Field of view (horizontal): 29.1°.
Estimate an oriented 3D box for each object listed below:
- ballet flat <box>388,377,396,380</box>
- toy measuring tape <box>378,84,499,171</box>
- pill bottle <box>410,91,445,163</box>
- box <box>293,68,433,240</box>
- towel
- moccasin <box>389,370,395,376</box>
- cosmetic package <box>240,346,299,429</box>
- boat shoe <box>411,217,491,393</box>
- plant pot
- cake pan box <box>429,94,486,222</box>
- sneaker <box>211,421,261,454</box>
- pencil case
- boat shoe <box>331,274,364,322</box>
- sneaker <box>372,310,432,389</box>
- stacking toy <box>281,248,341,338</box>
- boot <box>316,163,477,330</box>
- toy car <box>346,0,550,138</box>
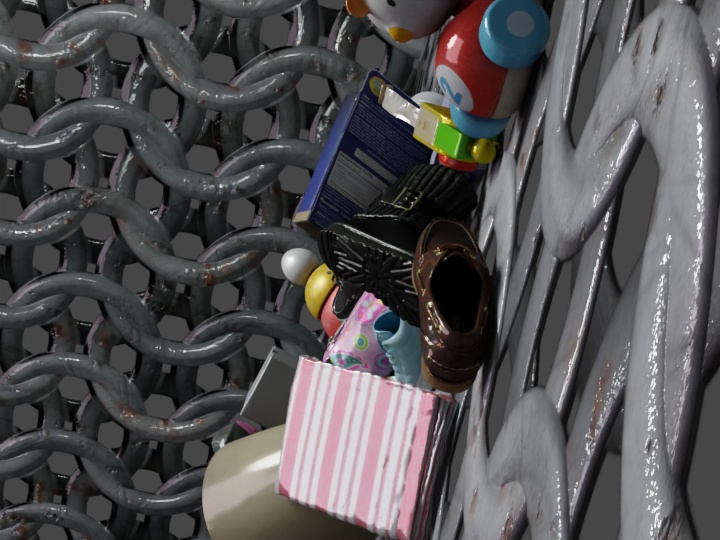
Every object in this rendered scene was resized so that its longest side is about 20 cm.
[{"bbox_3d":[0.028,0.178,1.804,0.072,0.071,0.201,-89,12,-79],"label":"ballet flat"},{"bbox_3d":[0.091,-0.153,1.450,0.200,0.073,0.074,42,124,53],"label":"toy measuring tape"},{"bbox_3d":[0.048,-0.136,1.728,0.200,0.119,0.120,-47,-19,-40],"label":"pill bottle"},{"bbox_3d":[0.011,-0.108,1.523,0.032,0.121,0.201,-7,54,52],"label":"box"},{"bbox_3d":[0.000,0.172,1.355,0.030,0.199,0.147,12,-90,-49],"label":"towel"},{"bbox_3d":[0.044,0.041,1.712,0.068,0.080,0.201,-26,35,33],"label":"moccasin"},{"bbox_3d":[-0.039,0.175,1.658,0.091,0.199,0.107,-64,1,3],"label":"cosmetic package"},{"bbox_3d":[0.083,0.014,1.211,0.201,0.070,0.071,-93,6,-50],"label":"boat shoe"},{"bbox_3d":[-0.035,0.230,1.480,0.200,0.187,0.188,-33,31,34],"label":"plant pot"},{"bbox_3d":[0.114,-0.150,1.582,0.200,0.052,0.185,106,174,-62],"label":"cake pan box"},{"bbox_3d":[-0.119,0.275,1.595,0.086,0.201,0.080,-30,1,32],"label":"sneaker"},{"bbox_3d":[0.032,0.044,1.587,0.201,0.087,0.088,-60,10,25],"label":"pencil case"},{"bbox_3d":[0.000,0.000,1.667,0.200,0.066,0.070,131,143,-52],"label":"boat shoe"},{"bbox_3d":[0.051,0.077,1.528,0.074,0.081,0.201,-79,2,-49],"label":"sneaker"},{"bbox_3d":[-0.026,0.037,1.855,0.146,0.200,0.146,-53,-13,-17],"label":"stacking toy"},{"bbox_3d":[0.074,-0.031,1.419,0.157,0.211,0.080,-32,-45,-29],"label":"boot"},{"bbox_3d":[0.067,-0.241,1.289,0.184,0.199,0.178,107,175,-71],"label":"toy car"}]
